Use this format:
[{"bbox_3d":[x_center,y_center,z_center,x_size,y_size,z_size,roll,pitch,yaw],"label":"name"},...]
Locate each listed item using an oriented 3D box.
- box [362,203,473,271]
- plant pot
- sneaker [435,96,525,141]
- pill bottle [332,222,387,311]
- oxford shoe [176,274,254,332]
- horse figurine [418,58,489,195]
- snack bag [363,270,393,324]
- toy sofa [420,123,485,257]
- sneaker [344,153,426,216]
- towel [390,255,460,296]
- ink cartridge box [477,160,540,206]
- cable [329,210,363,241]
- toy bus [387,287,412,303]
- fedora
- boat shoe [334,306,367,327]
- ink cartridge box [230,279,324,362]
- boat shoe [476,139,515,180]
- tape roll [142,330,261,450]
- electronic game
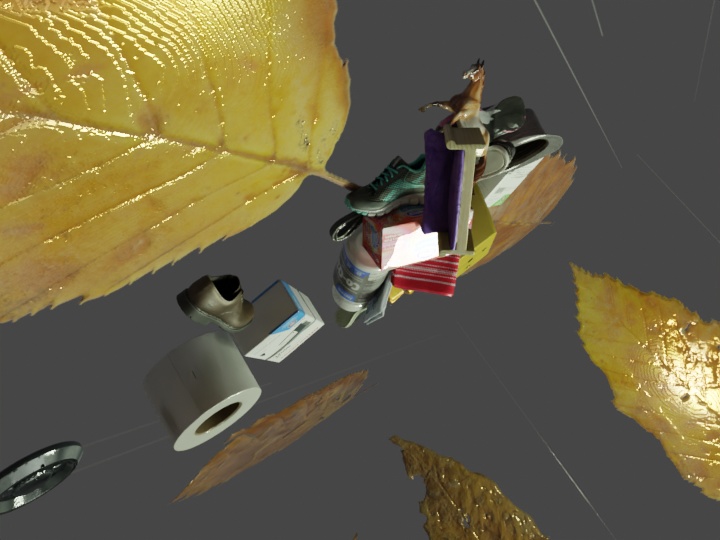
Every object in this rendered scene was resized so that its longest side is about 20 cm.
[{"bbox_3d":[0.108,-0.083,1.098,0.193,0.103,0.098,-14,127,-19],"label":"box"},{"bbox_3d":[0.201,-0.091,1.311,0.197,0.179,0.201,-34,163,-9],"label":"plant pot"},{"bbox_3d":[0.221,-0.268,1.089,0.194,0.083,0.086,-17,-175,-22],"label":"sneaker"},{"bbox_3d":[0.000,0.000,1.233,0.112,0.115,0.202,-28,159,-28],"label":"pill bottle"},{"bbox_3d":[-0.225,0.054,0.982,0.084,0.073,0.200,-41,163,5],"label":"oxford shoe"},{"bbox_3d":[0.180,-0.239,0.989,0.130,0.050,0.205,-32,117,-15],"label":"horse figurine"},{"bbox_3d":[0.056,0.017,1.309,0.189,0.021,0.207,128,-21,-75],"label":"snack bag"},{"bbox_3d":[0.150,-0.131,0.952,0.084,0.093,0.206,-83,174,-59],"label":"toy sofa"},{"bbox_3d":[0.057,-0.163,1.044,0.194,0.077,0.094,-18,125,-25],"label":"sneaker"},{"bbox_3d":[0.146,-0.056,1.201,0.022,0.139,0.208,-115,-145,-88],"label":"towel"},{"bbox_3d":[0.349,-0.252,1.365,0.144,0.085,0.201,-15,150,-52],"label":"ink cartridge box"},{"bbox_3d":[0.030,-0.117,1.114,0.196,0.051,0.098,-31,156,-22],"label":"cable"},{"bbox_3d":[0.134,-0.006,1.429,0.199,0.066,0.078,-44,-159,-15],"label":"toy bus"},{"bbox_3d":[0.316,-0.276,1.198,0.196,0.094,0.175,-23,167,30],"label":"fedora"},{"bbox_3d":[-0.001,0.079,1.507,0.062,0.075,0.201,-29,164,-47],"label":"boat shoe"},{"bbox_3d":[-0.174,0.113,1.208,0.143,0.085,0.200,-38,163,2],"label":"ink cartridge box"},{"bbox_3d":[0.218,-0.212,1.139,0.196,0.076,0.060,-16,-164,47],"label":"boat shoe"},{"bbox_3d":[-0.316,0.240,1.142,0.200,0.141,0.204,-34,162,-13],"label":"tape roll"},{"bbox_3d":[-0.615,0.386,1.058,0.197,0.042,0.201,-37,164,-12],"label":"electronic game"}]
